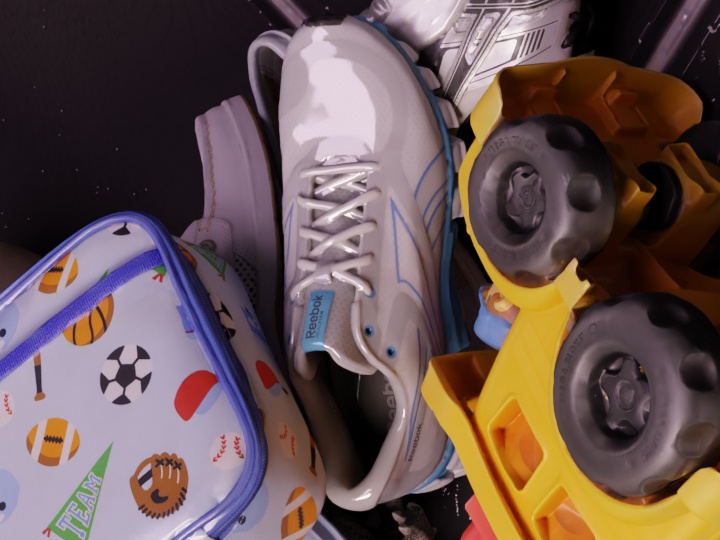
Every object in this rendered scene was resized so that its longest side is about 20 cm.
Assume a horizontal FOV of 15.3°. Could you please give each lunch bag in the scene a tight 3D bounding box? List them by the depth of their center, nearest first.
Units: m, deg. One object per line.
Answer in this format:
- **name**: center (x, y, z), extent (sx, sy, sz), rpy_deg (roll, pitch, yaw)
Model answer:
- **lunch bag**: center (-0.120, 0.080, 1.056), extent (0.200, 0.075, 0.161), rpy_deg (-36, 62, 15)

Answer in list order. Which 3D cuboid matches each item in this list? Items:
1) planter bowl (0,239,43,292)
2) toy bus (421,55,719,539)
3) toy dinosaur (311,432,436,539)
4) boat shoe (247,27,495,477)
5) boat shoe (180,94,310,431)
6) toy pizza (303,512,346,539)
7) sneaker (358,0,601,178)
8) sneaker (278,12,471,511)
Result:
- **planter bowl**: center (-0.163, 0.078, 1.235), extent (0.134, 0.200, 0.202), rpy_deg (1, 98, 15)
- **toy bus**: center (0.091, 0.048, 1.018), extent (0.192, 0.135, 0.201), rpy_deg (-51, 55, 38)
- **toy dinosaur**: center (-0.001, 0.134, 1.173), extent (0.199, 0.077, 0.103), rpy_deg (13, 123, 29)
- **boat shoe**: center (0.003, -0.008, 1.140), extent (0.074, 0.065, 0.203), rpy_deg (-19, 83, 42)
- **boat shoe**: center (-0.062, 0.016, 1.118), extent (0.071, 0.069, 0.201), rpy_deg (82, 180, -59)
- **toy pizza**: center (-0.072, 0.173, 1.151), extent (0.199, 0.032, 0.202), rpy_deg (3, 100, 19)
- **sneaker**: center (0.075, -0.117, 1.070), extent (0.088, 0.076, 0.200), rpy_deg (46, 125, 2)
- **sneaker**: center (0.000, 0.000, 1.054), extent (0.074, 0.087, 0.201), rpy_deg (-6, 100, 25)
